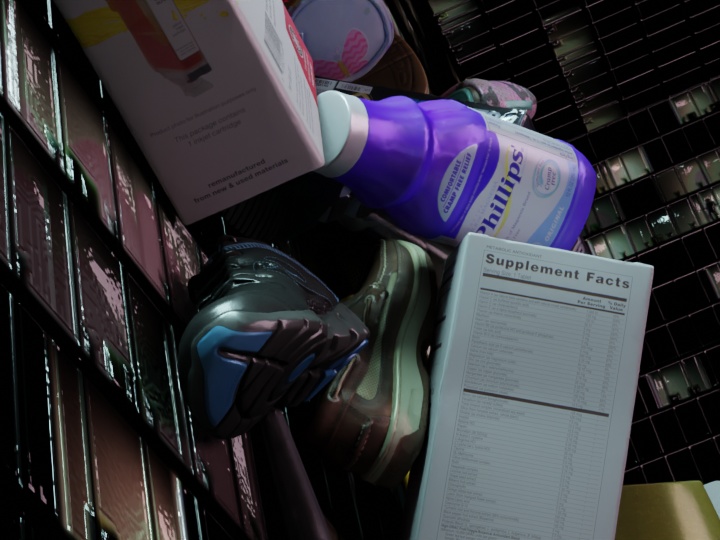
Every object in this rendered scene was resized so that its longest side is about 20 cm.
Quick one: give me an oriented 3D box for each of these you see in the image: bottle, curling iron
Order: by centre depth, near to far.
[{"bbox_3d":[-0.021,0.141,0.782,0.050,0.026,0.200,61,11,-50],"label":"curling iron"},{"bbox_3d":[0.052,-0.059,0.980,0.200,0.084,0.065,16,11,-40],"label":"bottle"}]

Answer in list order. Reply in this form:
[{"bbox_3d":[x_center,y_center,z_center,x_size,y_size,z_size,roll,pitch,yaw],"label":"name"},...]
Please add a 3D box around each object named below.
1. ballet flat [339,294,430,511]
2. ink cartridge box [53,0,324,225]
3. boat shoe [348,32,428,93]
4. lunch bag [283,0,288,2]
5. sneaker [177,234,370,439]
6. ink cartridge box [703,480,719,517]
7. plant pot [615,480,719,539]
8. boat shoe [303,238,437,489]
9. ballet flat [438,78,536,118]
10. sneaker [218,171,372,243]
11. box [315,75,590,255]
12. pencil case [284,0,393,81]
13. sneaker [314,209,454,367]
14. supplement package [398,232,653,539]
[{"bbox_3d":[0.040,0.105,1.093,0.067,0.067,0.200,-46,114,-80],"label":"ballet flat"},{"bbox_3d":[-0.099,-0.148,0.851,0.145,0.083,0.200,-96,161,-61],"label":"ink cartridge box"},{"bbox_3d":[-0.011,-0.148,1.248,0.200,0.074,0.066,43,-21,45],"label":"boat shoe"},{"bbox_3d":[-0.113,-0.264,1.087,0.176,0.082,0.200,-94,161,-49],"label":"lunch bag"},{"bbox_3d":[-0.057,0.027,0.784,0.082,0.073,0.200,46,5,8],"label":"sneaker"},{"bbox_3d":[0.222,0.262,1.336,0.116,0.200,0.067,-101,166,-51],"label":"ink cartridge box"},{"bbox_3d":[0.178,0.236,1.040,0.187,0.187,0.200,32,53,-74],"label":"plant pot"},{"bbox_3d":[0.000,0.039,0.983,0.075,0.075,0.202,20,31,-11],"label":"boat shoe"},{"bbox_3d":[0.065,-0.101,1.236,0.200,0.071,0.069,-15,-101,61],"label":"ballet flat"},{"bbox_3d":[-0.051,-0.070,1.010,0.088,0.074,0.200,35,18,21],"label":"sneaker"},{"bbox_3d":[0.048,-0.058,1.180,0.050,0.198,0.200,-64,150,-19],"label":"box"},{"bbox_3d":[-0.046,-0.217,1.217,0.200,0.091,0.083,61,-42,47],"label":"pencil case"},{"bbox_3d":[0.000,0.000,1.135,0.199,0.114,0.076,34,21,-19],"label":"sneaker"},{"bbox_3d":[0.092,0.091,0.957,0.110,0.114,0.200,118,-18,-81],"label":"supplement package"}]
